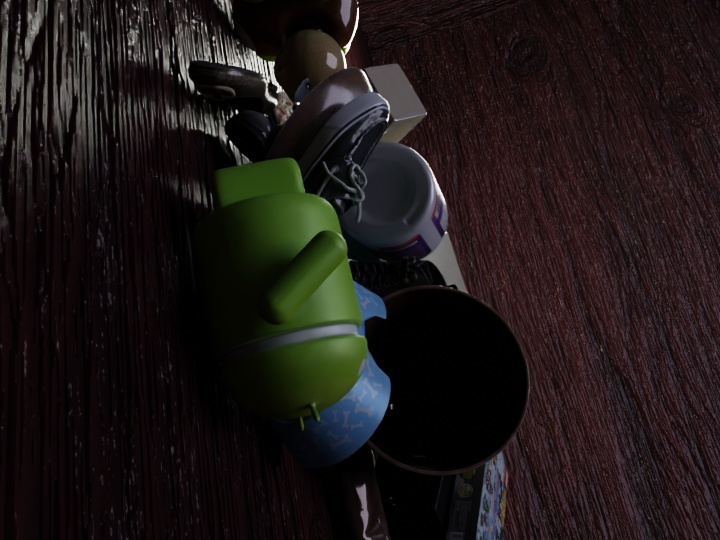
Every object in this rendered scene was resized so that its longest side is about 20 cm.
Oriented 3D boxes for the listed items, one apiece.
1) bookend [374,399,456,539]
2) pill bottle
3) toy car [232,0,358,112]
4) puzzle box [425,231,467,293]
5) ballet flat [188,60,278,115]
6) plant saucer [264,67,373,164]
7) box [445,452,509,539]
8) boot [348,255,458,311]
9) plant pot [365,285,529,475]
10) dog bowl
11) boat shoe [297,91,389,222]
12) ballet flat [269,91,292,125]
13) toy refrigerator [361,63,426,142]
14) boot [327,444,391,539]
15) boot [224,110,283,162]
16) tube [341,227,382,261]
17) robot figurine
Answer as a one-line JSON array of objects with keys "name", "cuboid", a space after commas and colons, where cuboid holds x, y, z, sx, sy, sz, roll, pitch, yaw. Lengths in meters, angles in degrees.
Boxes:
[{"name": "bookend", "cuboid": [0.098, 0.288, 0.938, 0.201, 0.091, 0.200, -68, 146, -47]}, {"name": "pill bottle", "cuboid": [0.043, -0.068, 0.818, 0.200, 0.111, 0.112, 33, 42, -75]}, {"name": "toy car", "cuboid": [-0.080, -0.253, 0.858, 0.164, 0.156, 0.202, 82, 7, -77]}, {"name": "puzzle box", "cuboid": [0.076, 0.046, 0.959, 0.200, 0.025, 0.134, -33, 110, -42]}, {"name": "ballet flat", "cuboid": [-0.124, -0.178, 0.713, 0.200, 0.067, 0.047, -63, 167, -81]}, {"name": "plant saucer", "cuboid": [-0.038, -0.114, 0.742, 0.032, 0.201, 0.200, 34, -1, 15]}, {"name": "box", "cuboid": [0.152, 0.303, 0.893, 0.201, 0.040, 0.137, -70, 149, -46]}, {"name": "boot", "cuboid": [0.000, 0.000, 0.750, 0.200, 0.138, 0.078, 32, 46, -47]}, {"name": "plant pot", "cuboid": [0.069, 0.140, 0.773, 0.200, 0.185, 0.188, 95, -16, -67]}, {"name": "dog bowl", "cuboid": [-0.034, 0.079, 0.639, 0.050, 0.111, 0.201, 47, 25, -32]}, {"name": "boat shoe", "cuboid": [-0.028, -0.077, 0.657, 0.068, 0.200, 0.074, 37, -13, 20]}, {"name": "ballet flat", "cuboid": [-0.078, -0.222, 1.021, 0.200, 0.063, 0.076, -16, 91, -80]}, {"name": "toy refrigerator", "cuboid": [-0.012, -0.169, 0.901, 0.070, 0.200, 0.076, -22, 80, -42]}, {"name": "boot", "cuboid": [0.017, 0.276, 0.776, 0.186, 0.064, 0.201, 56, 16, -68]}, {"name": "boot", "cuboid": [-0.064, -0.156, 0.749, 0.070, 0.132, 0.200, 41, -3, 10]}, {"name": "tube", "cuboid": [-0.050, -0.073, 0.895, 0.200, 0.050, 0.077, 53, 1, 10]}, {"name": "robot figurine", "cuboid": [-0.062, 0.020, 0.537, 0.176, 0.115, 0.201, 124, -47, -71]}]
